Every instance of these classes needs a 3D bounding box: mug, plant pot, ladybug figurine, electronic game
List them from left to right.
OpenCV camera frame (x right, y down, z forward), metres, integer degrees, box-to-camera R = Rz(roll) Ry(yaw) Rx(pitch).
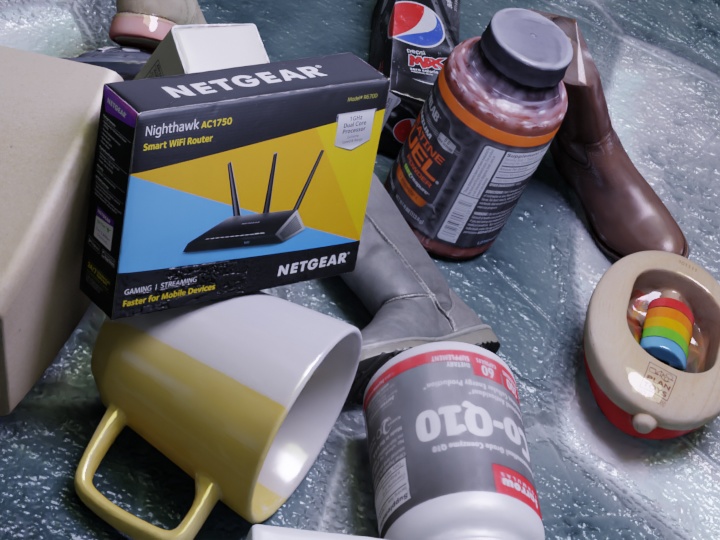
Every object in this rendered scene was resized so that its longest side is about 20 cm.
[{"bbox_3d":[-0.275,-0.023,1.425,0.198,0.200,0.178,13,56,2],"label":"plant pot"},{"bbox_3d":[-0.185,-0.150,1.649,0.198,0.042,0.200,1,3,0],"label":"electronic game"},{"bbox_3d":[-0.107,0.078,1.466,0.152,0.150,0.187,29,33,13],"label":"mug"},{"bbox_3d":[0.234,0.066,1.718,0.135,0.072,0.200,29,40,0],"label":"ladybug figurine"}]

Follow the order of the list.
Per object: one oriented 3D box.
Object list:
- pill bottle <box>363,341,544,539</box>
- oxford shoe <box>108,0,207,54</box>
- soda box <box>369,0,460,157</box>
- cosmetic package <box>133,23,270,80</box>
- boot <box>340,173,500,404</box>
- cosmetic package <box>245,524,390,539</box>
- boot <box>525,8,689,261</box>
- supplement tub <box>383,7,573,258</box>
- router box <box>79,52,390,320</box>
[{"bbox_3d":[0.066,0.158,1.496,0.113,0.114,0.201,11,43,-19],"label":"pill bottle"},{"bbox_3d":[-0.146,-0.203,1.718,0.070,0.074,0.200,7,-1,6],"label":"oxford shoe"},{"bbox_3d":[0.046,-0.185,1.874,0.063,0.071,0.201,17,42,-12],"label":"soda box"},{"bbox_3d":[-0.130,-0.083,1.556,0.071,0.200,0.106,-7,69,-34],"label":"cosmetic package"},{"bbox_3d":[-0.002,0.001,1.655,0.181,0.073,0.201,-5,56,-51],"label":"boot"},{"bbox_3d":[0.009,0.275,1.303,0.199,0.165,0.166,9,44,-20],"label":"cosmetic package"},{"bbox_3d":[0.198,-0.108,1.784,0.064,0.200,0.187,-34,55,-11],"label":"boot"},{"bbox_3d":[0.098,-0.112,1.728,0.106,0.201,0.107,15,41,-14],"label":"supplement tub"},{"bbox_3d":[-0.083,-0.058,1.428,0.199,0.150,0.051,-12,35,-36],"label":"router box"}]
